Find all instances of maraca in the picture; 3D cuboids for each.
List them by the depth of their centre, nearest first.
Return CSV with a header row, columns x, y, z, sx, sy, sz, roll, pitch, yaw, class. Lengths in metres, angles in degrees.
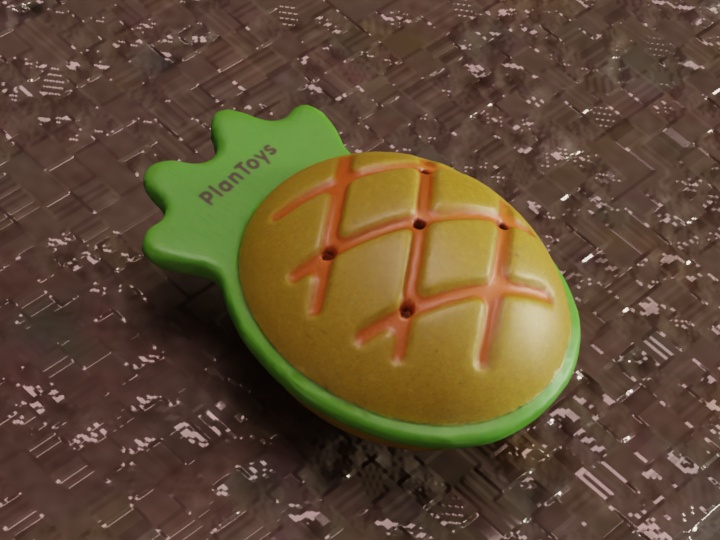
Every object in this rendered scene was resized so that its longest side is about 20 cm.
x,y,z,sx,sy,sz,roll,pitch,yaw,class
0.000,0.000,0.994,0.200,0.107,0.137,35,51,18,maraca
